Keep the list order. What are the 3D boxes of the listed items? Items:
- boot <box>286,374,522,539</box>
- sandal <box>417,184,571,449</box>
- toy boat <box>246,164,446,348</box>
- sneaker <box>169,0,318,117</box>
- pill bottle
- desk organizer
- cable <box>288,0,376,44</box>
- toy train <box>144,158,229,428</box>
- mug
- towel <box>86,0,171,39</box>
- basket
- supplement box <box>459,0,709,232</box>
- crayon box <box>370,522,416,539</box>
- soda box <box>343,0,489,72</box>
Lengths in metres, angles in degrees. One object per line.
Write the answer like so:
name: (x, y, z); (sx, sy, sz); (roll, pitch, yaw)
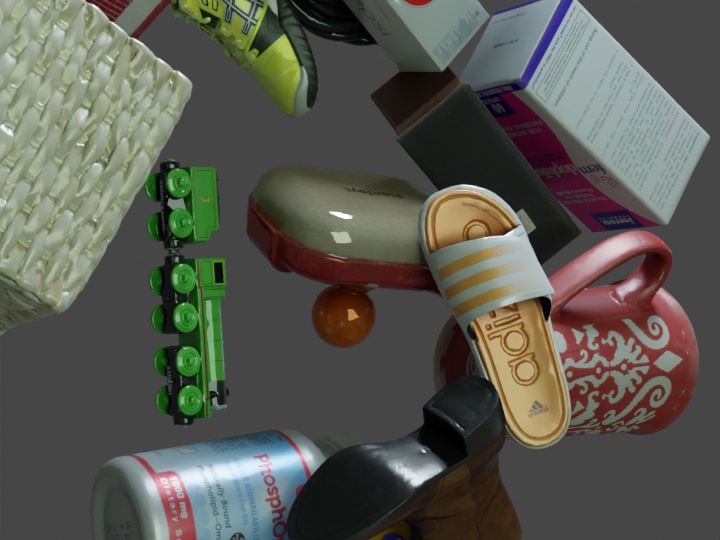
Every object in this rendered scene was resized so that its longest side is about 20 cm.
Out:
boot: (0.038, 0.191, 1.132); (0.188, 0.068, 0.201); (-40, 144, -24)
sandal: (0.111, 0.032, 1.112); (0.079, 0.059, 0.208); (-23, 92, -8)
toy boat: (0.000, 0.000, 1.192); (0.199, 0.131, 0.131); (5, 114, -32)
sneaker: (-0.103, -0.200, 1.159); (0.076, 0.075, 0.201); (-34, 96, -19)
pill bottle: (-0.088, 0.176, 1.114); (0.199, 0.109, 0.109); (-7, 91, -33)
desk organizer: (0.097, -0.087, 1.267); (0.072, 0.077, 0.200); (-39, 128, 6)
cable: (-0.007, -0.266, 1.221); (0.163, 0.051, 0.200); (-44, 110, -27)
toy train: (-0.128, 0.016, 1.142); (0.056, 0.042, 0.201); (-2, 88, -43)
mug: (0.166, 0.055, 1.249); (0.199, 0.133, 0.179); (-2, 94, -42)
towel: (-0.220, -0.230, 1.046); (0.200, 0.144, 0.023); (32, 36, -27)
basket: (-0.246, -0.091, 1.002); (0.198, 0.161, 0.201); (37, 67, -24)
supplement box: (0.192, -0.133, 1.318); (0.200, 0.101, 0.104); (38, 68, -24)
crayon box: (0.038, 0.291, 1.221); (0.125, 0.051, 0.201); (-26, 101, -31)
soda box: (0.008, -0.245, 1.162); (0.064, 0.068, 0.200); (-49, 116, -15)
